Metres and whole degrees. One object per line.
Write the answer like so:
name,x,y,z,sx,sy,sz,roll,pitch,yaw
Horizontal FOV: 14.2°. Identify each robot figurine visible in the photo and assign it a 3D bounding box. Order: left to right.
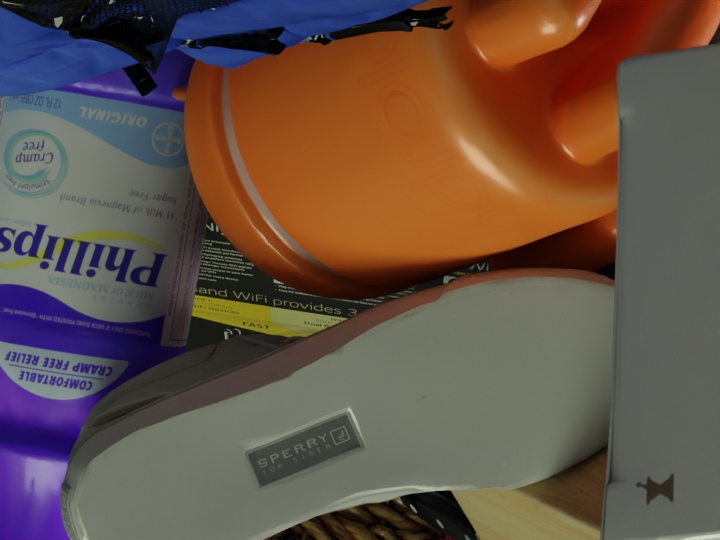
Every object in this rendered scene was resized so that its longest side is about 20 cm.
robot figurine,0.020,-0.058,0.924,0.144,0.117,0.200,8,160,-38

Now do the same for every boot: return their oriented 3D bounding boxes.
boot,-0.003,0.038,0.953,0.200,0.074,0.096,-16,-164,-1

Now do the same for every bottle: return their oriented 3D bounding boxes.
bottle,-0.101,0.014,1.020,0.083,0.200,0.065,10,-179,2

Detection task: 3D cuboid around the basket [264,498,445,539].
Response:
basket,-0.033,0.135,1.316,0.143,0.149,0.200,12,156,-3

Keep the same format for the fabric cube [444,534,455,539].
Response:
fabric cube,0.121,0.225,1.177,0.196,0.200,0.200,6,160,10

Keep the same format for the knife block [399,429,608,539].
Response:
knife block,0.065,0.077,0.984,0.175,0.200,0.064,-21,114,27

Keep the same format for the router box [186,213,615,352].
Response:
router box,0.000,0.000,1.126,0.200,0.052,0.157,9,155,4

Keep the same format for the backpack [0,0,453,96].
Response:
backpack,-0.064,-0.122,0.763,0.200,0.163,0.168,-11,151,36

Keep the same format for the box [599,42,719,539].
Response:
box,0.157,0.040,0.841,0.106,0.152,0.200,-8,153,25
